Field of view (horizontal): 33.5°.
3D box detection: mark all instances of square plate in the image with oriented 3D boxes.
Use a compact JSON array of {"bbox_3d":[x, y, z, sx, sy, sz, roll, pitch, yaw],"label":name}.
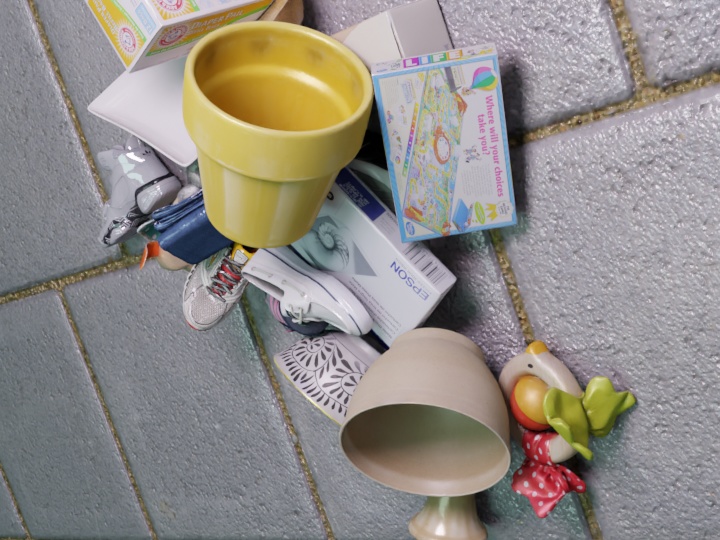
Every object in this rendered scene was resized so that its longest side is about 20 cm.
[{"bbox_3d":[-0.218,-0.229,1.533,0.199,0.198,0.029,30,156,31],"label":"square plate"}]

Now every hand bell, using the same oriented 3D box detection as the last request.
[{"bbox_3d":[0.119,0.235,1.503,0.103,0.103,0.203,16,108,39],"label":"hand bell"}]

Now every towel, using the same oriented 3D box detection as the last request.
[{"bbox_3d":[-0.155,-0.082,1.490,0.198,0.112,0.049,-31,66,8],"label":"towel"}]

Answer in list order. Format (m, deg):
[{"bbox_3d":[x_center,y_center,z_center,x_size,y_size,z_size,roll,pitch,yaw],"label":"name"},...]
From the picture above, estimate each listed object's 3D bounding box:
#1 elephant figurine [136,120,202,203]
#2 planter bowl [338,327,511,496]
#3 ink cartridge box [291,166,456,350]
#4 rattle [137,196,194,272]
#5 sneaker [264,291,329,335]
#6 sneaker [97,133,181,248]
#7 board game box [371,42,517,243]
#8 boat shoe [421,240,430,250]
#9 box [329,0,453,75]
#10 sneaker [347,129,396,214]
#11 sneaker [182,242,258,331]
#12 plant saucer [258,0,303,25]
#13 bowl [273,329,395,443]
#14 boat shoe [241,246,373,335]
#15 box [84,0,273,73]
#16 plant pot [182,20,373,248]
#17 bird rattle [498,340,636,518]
[{"bbox_3d":[-0.206,-0.171,1.568,0.142,0.154,0.202,-45,55,34],"label":"elephant figurine"},{"bbox_3d":[0.082,0.155,1.397,0.197,0.136,0.202,7,141,6],"label":"planter bowl"},{"bbox_3d":[0.000,0.000,1.440,0.200,0.040,0.201,45,143,9],"label":"ink cartridge box"},{"bbox_3d":[-0.266,-0.053,1.641,0.142,0.199,0.132,25,127,33],"label":"rattle"},{"bbox_3d":[-0.080,0.053,1.567,0.200,0.069,0.083,-124,29,-63],"label":"sneaker"},{"bbox_3d":[-0.350,-0.121,1.790,0.199,0.075,0.116,-36,82,42],"label":"sneaker"},{"bbox_3d":[0.093,-0.134,1.290,0.132,0.034,0.203,-8,120,5],"label":"board game box"},{"bbox_3d":[-0.001,-0.061,1.472,0.201,0.070,0.072,46,132,15],"label":"boat shoe"},{"bbox_3d":[0.003,-0.238,1.366,0.198,0.094,0.079,-13,100,45],"label":"box"},{"bbox_3d":[0.022,-0.109,1.426,0.199,0.074,0.080,30,133,31],"label":"sneaker"},{"bbox_3d":[-0.170,-0.012,1.574,0.077,0.202,0.082,31,179,-8],"label":"sneaker"},{"bbox_3d":[-0.126,-0.257,1.431,0.035,0.201,0.200,39,140,-15],"label":"plant saucer"},{"bbox_3d":[-0.006,0.135,1.524,0.200,0.200,0.095,40,95,24],"label":"bowl"},{"bbox_3d":[-0.068,0.035,1.459,0.199,0.067,0.074,34,160,40],"label":"boat shoe"},{"bbox_3d":[-0.216,-0.333,1.456,0.101,0.199,0.113,-38,82,47],"label":"box"},{"bbox_3d":[-0.098,-0.135,1.300,0.200,0.200,0.191,38,138,25],"label":"plant pot"},{"bbox_3d":[0.220,0.172,1.375,0.164,0.111,0.201,57,152,24],"label":"bird rattle"}]
